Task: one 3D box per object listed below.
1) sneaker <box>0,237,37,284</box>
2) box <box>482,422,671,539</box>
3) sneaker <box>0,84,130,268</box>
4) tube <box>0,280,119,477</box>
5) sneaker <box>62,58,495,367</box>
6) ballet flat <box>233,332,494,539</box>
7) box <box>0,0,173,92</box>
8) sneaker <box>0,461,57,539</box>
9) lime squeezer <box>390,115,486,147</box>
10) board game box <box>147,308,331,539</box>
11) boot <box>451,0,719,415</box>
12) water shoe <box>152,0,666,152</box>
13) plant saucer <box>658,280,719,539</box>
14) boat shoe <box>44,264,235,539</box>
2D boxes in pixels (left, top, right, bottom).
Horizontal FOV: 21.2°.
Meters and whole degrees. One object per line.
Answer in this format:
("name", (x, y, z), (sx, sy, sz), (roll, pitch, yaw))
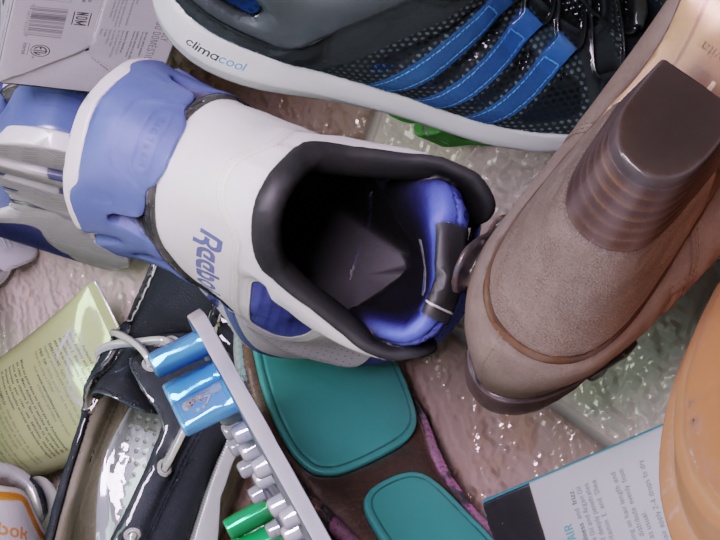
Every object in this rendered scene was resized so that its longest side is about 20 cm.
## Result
("sneaker", (-0.203, 0.015, 0.900), (0.075, 0.115, 0.200), (-46, 52, 26))
("box", (0.135, 0.082, 0.624), (0.200, 0.049, 0.082), (-30, 69, 40))
("sneaker", (-0.117, -0.074, 0.820), (0.199, 0.080, 0.115), (141, 145, -71))
("tube", (-0.170, 0.076, 0.927), (0.200, 0.058, 0.052), (-29, 39, 39))
("sneaker", (0.000, 0.000, 0.651), (0.115, 0.199, 0.081), (22, 87, 34))
("ballet flat", (0.005, 0.090, 0.748), (0.200, 0.069, 0.071), (53, 150, 30))
("box", (-0.095, -0.178, 0.704), (0.117, 0.060, 0.200), (121, 149, -56))
("sneaker", (-0.178, 0.125, 0.888), (0.200, 0.078, 0.079), (178, 100, -70))
("lime squeezer", (0.047, -0.075, 0.728), (0.071, 0.038, 0.200), (-46, 53, -2))
("board game box", (-0.010, 0.137, 0.691), (0.200, 0.026, 0.200), (58, 171, 26))
("boot", (0.105, -0.038, 0.607), (0.070, 0.200, 0.146), (46, 152, 13))
("water shoe", (0.035, -0.088, 0.615), (0.079, 0.200, 0.072), (125, 143, -56))
("plant saucer", (0.160, 0.013, 0.530), (0.200, 0.032, 0.200), (-39, 26, 23))
("boat shoe", (-0.086, 0.059, 0.812), (0.076, 0.060, 0.200), (-1, 76, 47))
